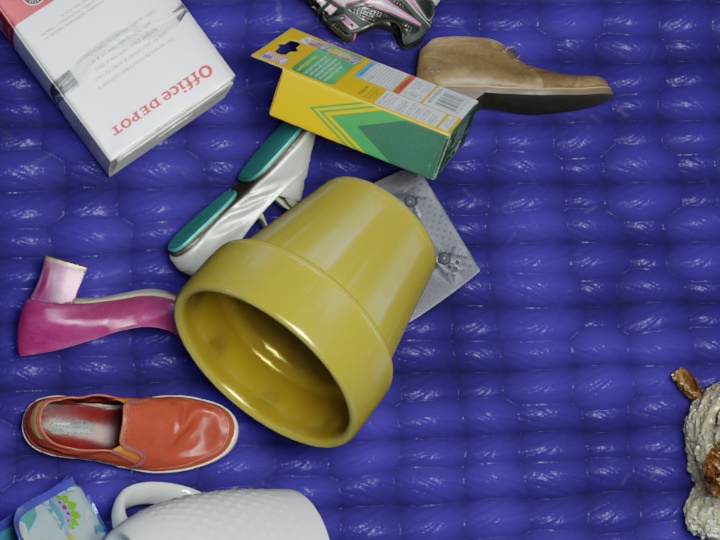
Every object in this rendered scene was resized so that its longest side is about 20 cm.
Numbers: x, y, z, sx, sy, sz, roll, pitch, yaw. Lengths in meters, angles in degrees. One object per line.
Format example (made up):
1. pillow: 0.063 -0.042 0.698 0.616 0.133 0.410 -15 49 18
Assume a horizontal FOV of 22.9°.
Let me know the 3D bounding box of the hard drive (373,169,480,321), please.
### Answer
1. hard drive: 0.000 0.000 1.715 0.200 0.042 0.135 -31 88 -14

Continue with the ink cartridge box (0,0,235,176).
1. ink cartridge box: -0.235 -0.211 1.677 0.147 0.083 0.200 -36 89 -14

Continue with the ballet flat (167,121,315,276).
1. ballet flat: -0.099 -0.066 1.700 0.069 0.069 0.200 43 79 -3

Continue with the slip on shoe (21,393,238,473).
1. slip on shoe: -0.210 0.146 1.639 0.200 0.061 0.074 6 78 -12

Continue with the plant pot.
1. plant pot: -0.034 0.024 1.593 0.201 0.201 0.189 42 61 -3

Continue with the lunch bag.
1. lunch bag: -0.289 0.302 1.573 0.200 0.127 0.170 -33 89 -32

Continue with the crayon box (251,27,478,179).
1. crayon box: 0.000 -0.159 1.682 0.200 0.126 0.052 23 114 8

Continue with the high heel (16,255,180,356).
1. high heel: -0.216 0.059 1.653 0.200 0.067 0.096 18 90 -14

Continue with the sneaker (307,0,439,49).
1. sneaker: -0.018 -0.269 1.738 0.200 0.080 0.087 13 89 -4

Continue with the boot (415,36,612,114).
1. boot: 0.153 -0.195 1.766 0.199 0.074 0.076 1 75 -9

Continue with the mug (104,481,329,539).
1. mug: -0.147 0.255 1.581 0.175 0.200 0.148 3 120 -35

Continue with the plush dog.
1. plush dog: 0.380 0.150 1.704 0.200 0.172 0.161 -35 89 -14
